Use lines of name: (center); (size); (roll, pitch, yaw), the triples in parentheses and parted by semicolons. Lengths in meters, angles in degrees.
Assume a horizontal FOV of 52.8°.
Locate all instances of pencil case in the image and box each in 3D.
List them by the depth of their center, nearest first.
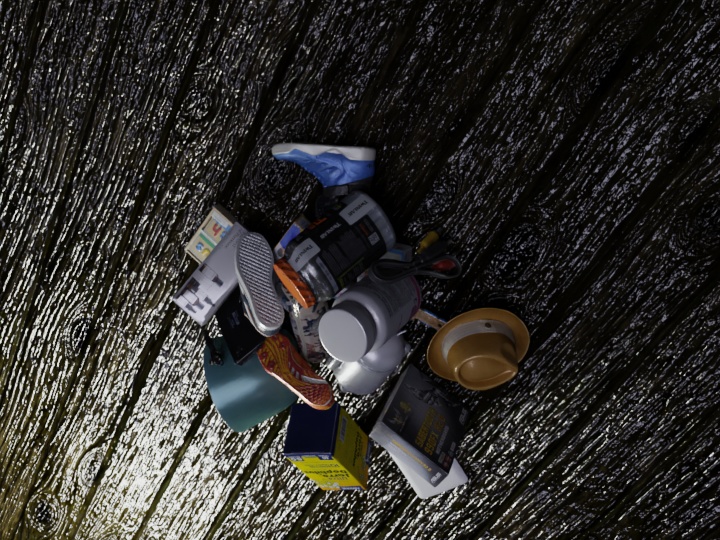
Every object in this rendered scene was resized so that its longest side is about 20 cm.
pencil case: (-0.100, 0.087, 1.372); (0.077, 0.089, 0.202); (20, 137, 32)

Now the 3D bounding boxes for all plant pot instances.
plant pot: (-0.204, 0.207, 1.487); (0.159, 0.201, 0.203); (-22, 105, 8)

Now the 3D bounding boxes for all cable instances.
cable: (0.101, -0.004, 1.282); (0.098, 0.198, 0.050); (57, 151, 9)

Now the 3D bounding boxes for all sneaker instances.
sneaker: (-0.071, -0.175, 1.330); (0.196, 0.077, 0.113); (6, 101, 10)
sneaker: (-0.195, 0.031, 1.371); (0.077, 0.203, 0.080); (-7, 155, -18)
sneaker: (-0.129, 0.194, 1.378); (0.073, 0.077, 0.200); (-41, 70, -12)

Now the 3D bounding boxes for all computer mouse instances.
computer mouse: (-0.044, -0.055, 1.347); (0.058, 0.203, 0.034); (-11, 156, -7)

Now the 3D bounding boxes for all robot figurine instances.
robot figurine: (0.016, 0.165, 1.415); (0.201, 0.167, 0.114); (-56, 48, 46)

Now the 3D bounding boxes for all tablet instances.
tablet: (0.127, 0.390, 1.545); (0.129, 0.014, 0.201); (-29, 101, 27)

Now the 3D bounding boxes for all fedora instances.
fedora: (0.223, 0.161, 1.330); (0.197, 0.082, 0.203); (-5, 129, -6)

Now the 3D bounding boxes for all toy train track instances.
toy train track: (0.126, 0.081, 1.395); (0.198, 0.033, 0.116); (28, 126, 14)

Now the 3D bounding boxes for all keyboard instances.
keyboard: (-0.261, 0.114, 1.434); (0.126, 0.201, 0.021); (-38, 135, 3)

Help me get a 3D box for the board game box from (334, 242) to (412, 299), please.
board game box: (0.000, 0.000, 1.387); (0.197, 0.034, 0.137); (16, 117, 26)

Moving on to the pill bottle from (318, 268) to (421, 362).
pill bottle: (0.018, 0.073, 1.260); (0.112, 0.200, 0.115); (13, 116, 27)

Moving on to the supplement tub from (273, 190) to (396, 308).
supplement tub: (-0.045, -0.034, 1.251); (0.199, 0.122, 0.123); (-39, 99, -14)

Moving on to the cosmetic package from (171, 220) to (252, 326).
cosmetic package: (-0.275, 0.005, 1.430); (0.082, 0.051, 0.201); (39, 91, -4)

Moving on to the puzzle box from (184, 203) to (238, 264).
puzzle box: (-0.256, -0.023, 1.496); (0.200, 0.025, 0.133); (42, 120, -2)

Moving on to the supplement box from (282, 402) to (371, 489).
supplement box: (-0.063, 0.366, 1.497); (0.107, 0.111, 0.201); (-7, 143, 22)

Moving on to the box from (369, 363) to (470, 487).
box: (0.120, 0.293, 1.399); (0.158, 0.200, 0.049); (38, 123, 1)

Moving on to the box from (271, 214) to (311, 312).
box: (-0.127, 0.002, 1.412); (0.119, 0.042, 0.200); (42, 124, 0)
